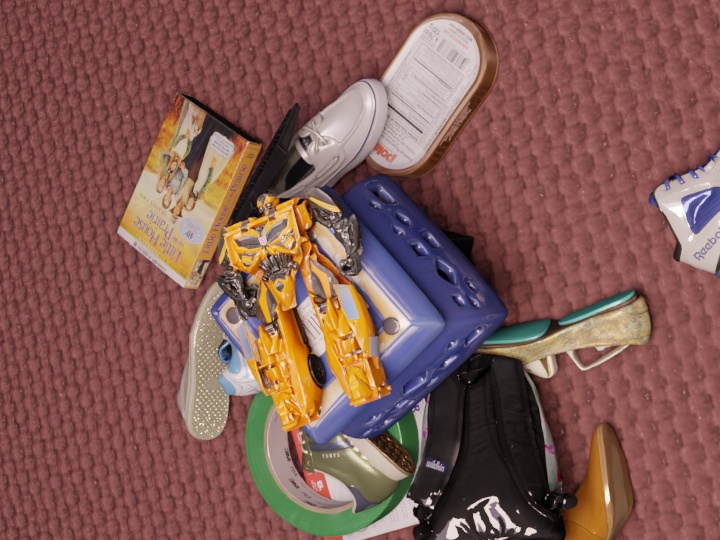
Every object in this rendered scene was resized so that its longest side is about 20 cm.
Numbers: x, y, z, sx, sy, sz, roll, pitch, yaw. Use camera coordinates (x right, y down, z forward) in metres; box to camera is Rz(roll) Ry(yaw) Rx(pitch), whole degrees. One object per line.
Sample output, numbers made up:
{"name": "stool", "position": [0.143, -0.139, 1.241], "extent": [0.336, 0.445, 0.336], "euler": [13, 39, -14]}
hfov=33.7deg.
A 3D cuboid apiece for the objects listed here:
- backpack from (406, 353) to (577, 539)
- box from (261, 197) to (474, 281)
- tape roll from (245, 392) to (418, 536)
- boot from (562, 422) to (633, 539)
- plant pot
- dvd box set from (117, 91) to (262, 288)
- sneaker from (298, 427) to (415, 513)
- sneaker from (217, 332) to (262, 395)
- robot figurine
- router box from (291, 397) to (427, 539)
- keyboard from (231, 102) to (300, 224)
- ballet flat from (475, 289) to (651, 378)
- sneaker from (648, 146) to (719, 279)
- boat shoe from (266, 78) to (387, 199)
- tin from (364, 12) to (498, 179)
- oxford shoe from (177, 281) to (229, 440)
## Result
{"name": "backpack", "position": [0.127, 0.191, 1.229], "extent": [0.165, 0.127, 0.202], "euler": [-3, 62, 1]}
{"name": "box", "position": [0.000, 0.000, 1.310], "extent": [0.198, 0.148, 0.126], "euler": [16, 98, 24]}
{"name": "tape roll", "position": [-0.033, 0.192, 1.333], "extent": [0.199, 0.048, 0.203], "euler": [0, 91, 27]}
{"name": "boot", "position": [0.213, 0.267, 1.254], "extent": [0.143, 0.071, 0.203], "euler": [-10, 82, 33]}
{"name": "plant pot", "position": [-0.009, 0.039, 1.136], "extent": [0.200, 0.180, 0.200], "euler": [-45, 76, 18]}
{"name": "dvd box set", "position": [-0.215, -0.100, 1.474], "extent": [0.146, 0.029, 0.201], "euler": [36, 107, 32]}
{"name": "sneaker", "position": [-0.042, 0.174, 1.263], "extent": [0.200, 0.067, 0.090], "euler": [43, 108, 7]}
{"name": "sneaker", "position": [-0.128, 0.066, 1.363], "extent": [0.072, 0.201, 0.072], "euler": [-12, 123, 7]}
{"name": "robot figurine", "position": [-0.053, 0.028, 1.024], "extent": [0.144, 0.058, 0.202], "euler": [-22, 85, 21]}
{"name": "router box", "position": [0.015, 0.197, 1.362], "extent": [0.178, 0.049, 0.202], "euler": [-22, 81, 26]}
{"name": "keyboard", "position": [-0.118, -0.094, 1.351], "extent": [0.200, 0.020, 0.128], "euler": [127, 159, -56]}
{"name": "ballet flat", "position": [0.211, 0.078, 1.255], "extent": [0.199, 0.071, 0.071], "euler": [-19, 83, 26]}
{"name": "sneaker", "position": [0.348, -0.087, 1.169], "extent": [0.114, 0.080, 0.201], "euler": [17, 100, 23]}
{"name": "boat shoe", "position": [-0.043, -0.138, 1.348], "extent": [0.200, 0.065, 0.074], "euler": [-52, 58, 35]}
{"name": "tin", "position": [0.071, -0.196, 1.334], "extent": [0.112, 0.042, 0.201], "euler": [43, 109, 24]}
{"name": "oxford shoe", "position": [-0.184, 0.105, 1.457], "extent": [0.058, 0.075, 0.202], "euler": [19, 100, 62]}
